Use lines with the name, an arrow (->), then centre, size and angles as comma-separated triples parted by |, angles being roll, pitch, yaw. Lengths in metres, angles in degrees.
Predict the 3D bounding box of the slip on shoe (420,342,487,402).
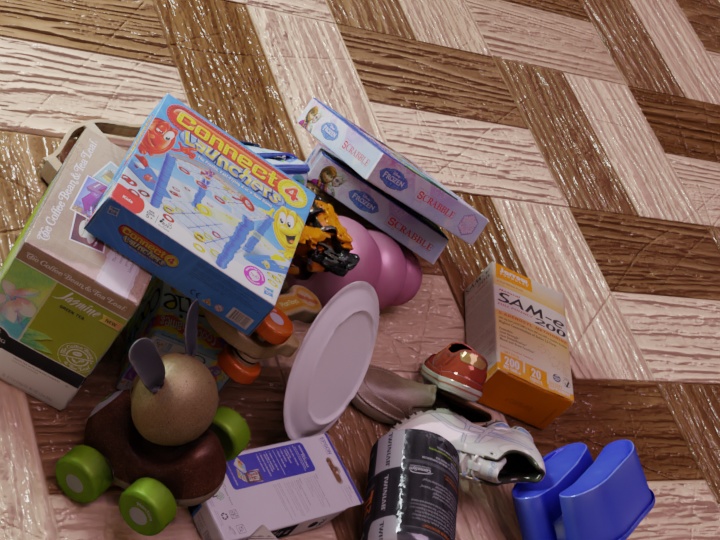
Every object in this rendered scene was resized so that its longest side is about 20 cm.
slip on shoe -> 0.121, 0.121, 1.776 | 0.074, 0.061, 0.200 | 23, -1, -4

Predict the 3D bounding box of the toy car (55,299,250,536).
toy car -> -0.203, 0.129, 1.434 | 0.157, 0.201, 0.164 | 22, 37, 20

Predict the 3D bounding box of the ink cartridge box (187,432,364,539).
ink cartridge box -> -0.098, 0.242, 1.567 | 0.200, 0.039, 0.100 | -7, 57, -41

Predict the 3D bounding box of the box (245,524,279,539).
box -> -0.144, 0.339, 1.400 | 0.068, 0.082, 0.200 | 44, 37, 7

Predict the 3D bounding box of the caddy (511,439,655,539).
caddy -> 0.271, 0.287, 1.741 | 0.200, 0.141, 0.105 | -31, 106, -50

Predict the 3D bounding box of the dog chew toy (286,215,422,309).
dog chew toy -> 0.000, 0.000, 1.825 | 0.200, 0.125, 0.125 | 11, 46, -44

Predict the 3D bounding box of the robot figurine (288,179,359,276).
robot figurine -> -0.087, -0.049, 1.663 | 0.200, 0.058, 0.145 | 10, 42, -52

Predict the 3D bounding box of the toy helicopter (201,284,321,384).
toy helicopter -> -0.109, 0.040, 1.578 | 0.132, 0.079, 0.200 | 46, 23, 15

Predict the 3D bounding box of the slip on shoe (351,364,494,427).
slip on shoe -> 0.072, 0.162, 1.766 | 0.200, 0.061, 0.076 | 30, 39, -12

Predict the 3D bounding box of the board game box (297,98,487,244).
board game box -> 0.040, -0.128, 1.840 | 0.199, 0.041, 0.200 | 29, 9, -39

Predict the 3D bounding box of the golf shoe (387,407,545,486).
golf shoe -> 0.129, 0.217, 1.706 | 0.199, 0.079, 0.097 | 4, 16, -20

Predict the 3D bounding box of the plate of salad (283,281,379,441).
plate of salad -> -0.039, 0.103, 1.644 | 0.048, 0.201, 0.200 | 22, 31, 25

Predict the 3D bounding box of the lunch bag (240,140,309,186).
lunch bag -> -0.169, -0.110, 1.754 | 0.160, 0.083, 0.200 | 17, 16, 40

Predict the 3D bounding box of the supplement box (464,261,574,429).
supplement box -> 0.212, 0.099, 1.933 | 0.126, 0.074, 0.200 | 24, 40, -21

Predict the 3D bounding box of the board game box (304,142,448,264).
board game box -> 0.017, -0.093, 1.908 | 0.200, 0.041, 0.200 | 34, 6, -9

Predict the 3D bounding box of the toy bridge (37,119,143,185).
toy bridge -> -0.324, -0.155, 1.777 | 0.067, 0.027, 0.200 | 47, 38, 11

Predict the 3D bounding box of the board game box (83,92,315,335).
board game box -> -0.159, -0.061, 1.486 | 0.200, 0.056, 0.196 | 34, 38, -14

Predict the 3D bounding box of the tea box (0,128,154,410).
tea box -> -0.301, -0.002, 1.509 | 0.133, 0.197, 0.200 | 30, 40, -13

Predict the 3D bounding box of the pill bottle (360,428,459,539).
pill bottle -> 0.054, 0.283, 1.594 | 0.106, 0.106, 0.200 | 26, 41, -17

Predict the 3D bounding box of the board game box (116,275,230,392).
board game box -> -0.197, 0.047, 1.621 | 0.103, 0.105, 0.200 | 23, 40, -20
